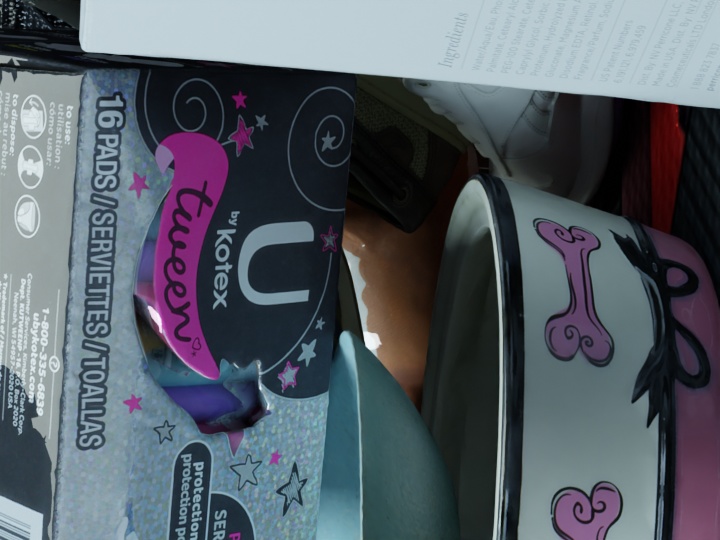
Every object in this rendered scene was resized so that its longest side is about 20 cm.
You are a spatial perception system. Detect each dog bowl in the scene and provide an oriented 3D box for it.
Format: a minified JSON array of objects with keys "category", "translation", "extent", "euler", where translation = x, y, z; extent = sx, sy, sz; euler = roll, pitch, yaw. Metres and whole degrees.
[{"category":"dog bowl","translation":[0.065,0.070,0.773],"extent":[0.200,0.074,0.201],"euler":[-177,90,-84]}]

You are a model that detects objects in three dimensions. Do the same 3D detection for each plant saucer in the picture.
[{"category":"plant saucer","translation":[0.006,0.120,0.769],"extent":[0.201,0.039,0.201],"euler":[-176,90,-84]}]

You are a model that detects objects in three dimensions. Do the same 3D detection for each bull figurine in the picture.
[{"category":"bull figurine","translation":[0.000,0.000,1.032],"extent":[0.065,0.121,0.200],"euler":[177,91,-65]}]

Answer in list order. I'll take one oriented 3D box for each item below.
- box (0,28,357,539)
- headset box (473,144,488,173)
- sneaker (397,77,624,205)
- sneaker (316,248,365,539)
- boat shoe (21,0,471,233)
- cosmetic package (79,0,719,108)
[{"category":"box","translation":[-0.087,0.024,0.798],"extent":[0.132,0.115,0.200],"euler":[15,105,46]},{"category":"headset box","translation":[0.034,-0.066,1.182],"extent":[0.149,0.077,0.200],"euler":[116,159,-75]},{"category":"sneaker","translation":[0.049,-0.084,0.875],"extent":[0.200,0.099,0.075],"euler":[90,172,-59]},{"category":"sneaker","translation":[-0.045,0.025,0.915],"extent":[0.090,0.067,0.200],"euler":[18,-133,-58]},{"category":"boat shoe","translation":[-0.042,-0.068,0.910],"extent":[0.072,0.201,0.066],"euler":[9,80,58]},{"category":"cosmetic package","translation":[0.023,-0.169,0.706],"extent":[0.123,0.200,0.200],"euler":[104,168,-62]}]
